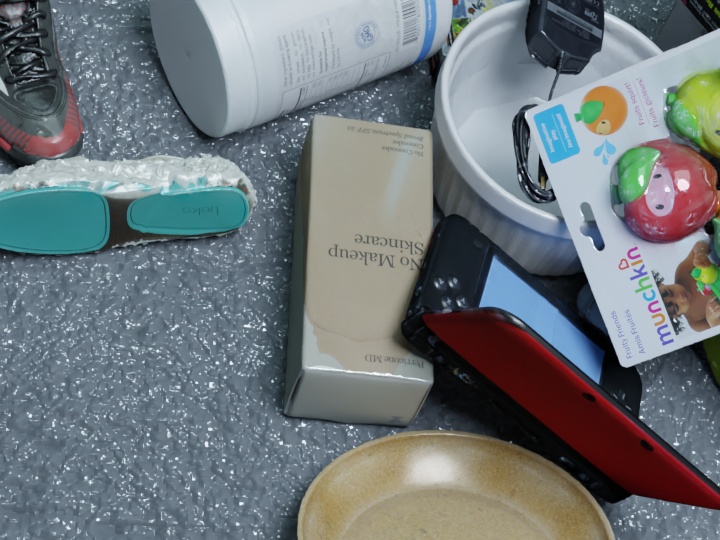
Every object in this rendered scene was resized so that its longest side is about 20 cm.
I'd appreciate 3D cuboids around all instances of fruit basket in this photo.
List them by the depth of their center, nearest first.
[{"bbox_3d":[0.229,-0.056,0.858,0.198,0.094,0.187,-21,88,9],"label":"fruit basket"}]

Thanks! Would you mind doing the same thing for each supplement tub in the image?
[{"bbox_3d":[-0.043,-0.192,0.995,0.198,0.132,0.133,-23,68,-23],"label":"supplement tub"}]

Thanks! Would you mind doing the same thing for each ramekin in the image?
[{"bbox_3d":[0.143,-0.093,0.995,0.197,0.105,0.202,6,61,-10],"label":"ramekin"}]

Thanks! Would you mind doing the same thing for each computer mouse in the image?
[{"bbox_3d":[0.134,-0.134,0.942,0.058,0.034,0.202,26,62,-21],"label":"computer mouse"}]

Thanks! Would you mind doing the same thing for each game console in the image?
[{"bbox_3d":[0.138,0.052,0.851,0.200,0.118,0.173,39,42,-17],"label":"game console"}]

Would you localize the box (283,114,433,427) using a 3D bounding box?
[{"bbox_3d":[0.000,0.000,0.926,0.094,0.078,0.202,6,60,-10],"label":"box"}]

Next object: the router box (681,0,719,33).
[{"bbox_3d":[0.334,-0.186,0.945,0.149,0.062,0.201,-26,70,-21],"label":"router box"}]

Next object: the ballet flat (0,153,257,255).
[{"bbox_3d":[-0.172,-0.051,0.931,0.198,0.072,0.072,-2,61,-20],"label":"ballet flat"}]

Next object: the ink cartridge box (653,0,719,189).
[{"bbox_3d":[0.358,-0.163,1.059,0.197,0.145,0.149,-3,62,-14],"label":"ink cartridge box"}]

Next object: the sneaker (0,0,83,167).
[{"bbox_3d":[-0.251,-0.167,0.953,0.070,0.098,0.202,-16,67,-22],"label":"sneaker"}]

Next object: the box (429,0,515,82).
[{"bbox_3d":[0.117,-0.246,1.114,0.135,0.040,0.202,1,61,-11],"label":"box"}]

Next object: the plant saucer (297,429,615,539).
[{"bbox_3d":[0.058,0.175,0.827,0.197,0.036,0.201,4,32,-2],"label":"plant saucer"}]

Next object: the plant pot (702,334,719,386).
[{"bbox_3d":[0.353,0.033,0.934,0.191,0.201,0.202,-26,69,-12],"label":"plant pot"}]

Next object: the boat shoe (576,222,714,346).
[{"bbox_3d":[0.237,-0.001,0.980,0.060,0.073,0.201,36,44,28],"label":"boat shoe"}]
